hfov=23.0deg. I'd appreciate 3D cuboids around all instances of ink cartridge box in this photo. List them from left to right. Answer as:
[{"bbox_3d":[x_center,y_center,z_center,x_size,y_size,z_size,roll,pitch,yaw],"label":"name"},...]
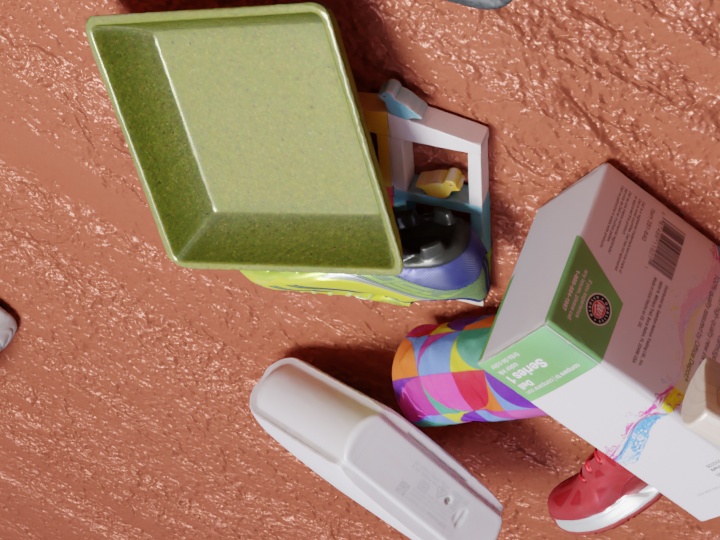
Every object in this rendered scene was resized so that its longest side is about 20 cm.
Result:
[{"bbox_3d":[0.196,0.050,1.174,0.200,0.145,0.084,35,143,-14],"label":"ink cartridge box"}]

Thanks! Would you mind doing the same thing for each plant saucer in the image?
[{"bbox_3d":[-0.069,-0.095,1.201,0.200,0.048,0.200,2,123,32],"label":"plant saucer"}]

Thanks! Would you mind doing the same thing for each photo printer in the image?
[{"bbox_3d":[0.005,0.147,1.417,0.166,0.070,0.200,41,171,-29],"label":"photo printer"}]

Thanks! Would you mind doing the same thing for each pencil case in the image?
[{"bbox_3d":[0.114,0.073,1.287,0.200,0.088,0.088,-6,134,48],"label":"pencil case"}]

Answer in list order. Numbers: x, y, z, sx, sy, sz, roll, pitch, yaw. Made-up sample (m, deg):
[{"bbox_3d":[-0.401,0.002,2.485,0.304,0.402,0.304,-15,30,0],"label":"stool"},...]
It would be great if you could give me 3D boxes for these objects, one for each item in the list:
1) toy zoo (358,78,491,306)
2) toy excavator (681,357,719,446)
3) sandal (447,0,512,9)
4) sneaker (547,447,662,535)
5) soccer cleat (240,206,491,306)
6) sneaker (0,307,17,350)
[{"bbox_3d":[0.027,-0.059,1.244,0.131,0.020,0.200,13,142,17],"label":"toy zoo"},{"bbox_3d":[0.260,-0.014,1.009,0.100,0.200,0.195,30,144,-5],"label":"toy excavator"},{"bbox_3d":[-0.001,-0.195,1.068,0.200,0.048,0.075,14,142,15],"label":"sandal"},{"bbox_3d":[0.194,0.121,1.341,0.116,0.078,0.200,46,129,-12],"label":"sneaker"},{"bbox_3d":[0.000,0.001,1.263,0.200,0.065,0.084,-2,138,32],"label":"soccer cleat"},{"bbox_3d":[-0.383,0.100,1.618,0.078,0.100,0.200,30,144,-6],"label":"sneaker"}]
